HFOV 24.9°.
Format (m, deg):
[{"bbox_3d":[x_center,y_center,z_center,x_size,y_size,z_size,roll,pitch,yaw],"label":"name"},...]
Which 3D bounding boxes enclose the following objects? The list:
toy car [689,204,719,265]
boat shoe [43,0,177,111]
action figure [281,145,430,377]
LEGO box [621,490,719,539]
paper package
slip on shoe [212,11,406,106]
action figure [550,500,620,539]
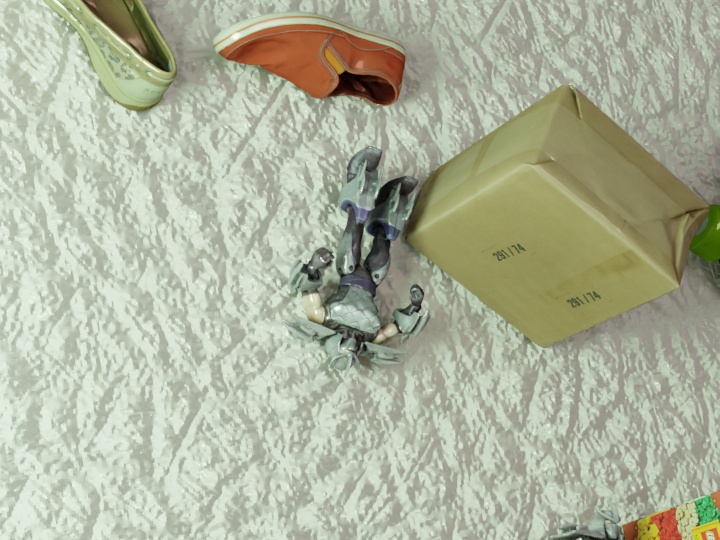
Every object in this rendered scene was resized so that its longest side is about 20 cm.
[{"bbox_3d":[0.436,-0.072,1.713,0.164,0.158,0.200,31,28,-16],"label":"toy car"},{"bbox_3d":[-0.217,-0.233,1.371,0.073,0.063,0.200,-35,90,-38],"label":"boat shoe"},{"bbox_3d":[0.000,0.000,1.410,0.130,0.069,0.201,25,60,-28],"label":"action figure"},{"bbox_3d":[0.366,0.241,1.490,0.199,0.149,0.078,-3,71,-35],"label":"LEGO box"},{"bbox_3d":[0.174,-0.042,1.459,0.190,0.200,0.104,38,54,-15],"label":"paper package"},{"bbox_3d":[-0.041,-0.188,1.466,0.199,0.074,0.062,7,68,-36],"label":"slip on shoe"},{"bbox_3d":[0.214,0.297,1.404,0.130,0.069,0.201,20,64,-33],"label":"action figure"}]
